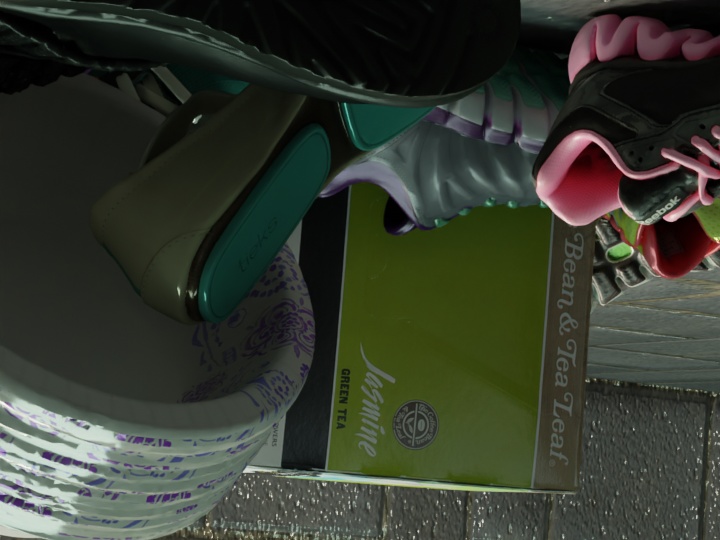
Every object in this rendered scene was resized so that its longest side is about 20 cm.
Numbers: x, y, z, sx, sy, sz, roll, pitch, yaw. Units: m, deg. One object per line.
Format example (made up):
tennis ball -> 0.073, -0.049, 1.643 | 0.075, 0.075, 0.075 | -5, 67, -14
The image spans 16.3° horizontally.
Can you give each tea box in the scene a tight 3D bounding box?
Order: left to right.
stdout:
tea box -> 0.000, 0.000, 1.196 | 0.195, 0.202, 0.134 | 7, 174, -17

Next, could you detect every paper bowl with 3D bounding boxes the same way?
paper bowl -> -0.125, 0.018, 0.939 | 0.200, 0.201, 0.105 | 9, 131, -38

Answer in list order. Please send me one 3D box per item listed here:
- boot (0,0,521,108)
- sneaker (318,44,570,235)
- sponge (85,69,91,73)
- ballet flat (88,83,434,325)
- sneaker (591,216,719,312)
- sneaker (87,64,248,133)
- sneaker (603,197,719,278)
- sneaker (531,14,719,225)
boot -> -0.062, -0.097, 0.881 | 0.210, 0.080, 0.158 | 14, 167, -12
sneaker -> 0.055, -0.052, 1.120 | 0.199, 0.088, 0.075 | 14, -153, -26
sponge -> -0.187, -0.092, 1.292 | 0.199, 0.030, 0.111 | -1, 172, 43
ballet flat -> -0.026, -0.062, 0.933 | 0.069, 0.070, 0.200 | -2, -144, 49
sneaker -> 0.155, -0.045, 1.366 | 0.199, 0.076, 0.116 | -21, -153, 15
sneaker -> -0.117, -0.040, 1.064 | 0.071, 0.200, 0.080 | 46, 177, 3
sneaker -> 0.140, -0.041, 1.230 | 0.078, 0.091, 0.200 | 5, 176, -23
sneaker -> 0.145, -0.053, 0.996 | 0.199, 0.096, 0.079 | -4, 133, 52
